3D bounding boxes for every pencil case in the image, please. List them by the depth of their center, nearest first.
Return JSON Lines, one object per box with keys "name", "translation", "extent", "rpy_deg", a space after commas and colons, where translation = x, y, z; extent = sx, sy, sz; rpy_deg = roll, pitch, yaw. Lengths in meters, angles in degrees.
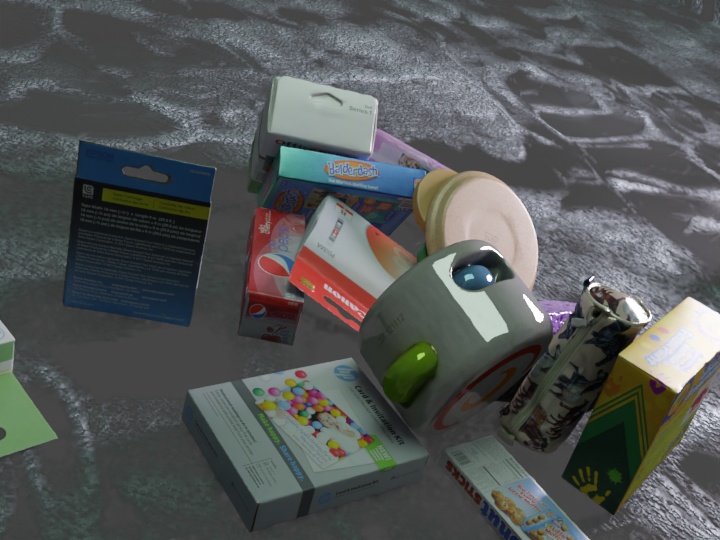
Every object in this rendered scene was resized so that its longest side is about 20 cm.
{"name": "pencil case", "translation": [0.223, 0.107, 1.030], "extent": [0.088, 0.202, 0.078], "rpy_deg": [8, 32, -40]}

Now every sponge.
{"name": "sponge", "translation": [0.233, 0.057, 1.190], "extent": [0.110, 0.030, 0.198], "rpy_deg": [5, 3, 43]}

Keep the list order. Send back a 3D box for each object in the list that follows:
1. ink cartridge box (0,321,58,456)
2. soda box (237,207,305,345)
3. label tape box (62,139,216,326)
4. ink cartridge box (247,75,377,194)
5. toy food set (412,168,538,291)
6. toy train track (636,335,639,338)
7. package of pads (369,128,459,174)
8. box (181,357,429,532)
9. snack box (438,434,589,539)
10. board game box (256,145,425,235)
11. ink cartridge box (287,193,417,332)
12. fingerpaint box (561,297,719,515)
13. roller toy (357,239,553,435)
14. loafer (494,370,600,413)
{"name": "ink cartridge box", "translation": [-0.385, 0.096, 0.882], "extent": [0.144, 0.049, 0.199], "rpy_deg": [-14, 40, -42]}
{"name": "soda box", "translation": [-0.104, 0.002, 1.158], "extent": [0.069, 0.064, 0.201], "rpy_deg": [11, 32, -10]}
{"name": "label tape box", "translation": [-0.237, -0.048, 1.035], "extent": [0.142, 0.203, 0.064], "rpy_deg": [10, 30, -11]}
{"name": "ink cartridge box", "translation": [-0.070, -0.169, 1.311], "extent": [0.143, 0.200, 0.086], "rpy_deg": [10, 70, -11]}
{"name": "toy food set", "translation": [0.153, -0.030, 1.245], "extent": [0.197, 0.202, 0.048], "rpy_deg": [4, -13, -35]}
{"name": "toy train track", "translation": [0.318, 0.120, 1.215], "extent": [0.197, 0.033, 0.115], "rpy_deg": [-5, 44, -23]}
{"name": "package of pads", "translation": [0.086, -0.137, 1.436], "extent": [0.198, 0.077, 0.120], "rpy_deg": [31, 9, 21]}
{"name": "box", "translation": [-0.054, 0.163, 0.945], "extent": [0.197, 0.042, 0.156], "rpy_deg": [-6, 38, -35]}
{"name": "snack box", "translation": [0.162, 0.242, 0.941], "extent": [0.071, 0.025, 0.200], "rpy_deg": [-7, 38, -36]}
{"name": "board game box", "translation": [-0.029, -0.103, 1.288], "extent": [0.196, 0.152, 0.046], "rpy_deg": [7, 72, -16]}
{"name": "ink cartridge box", "translation": [0.000, 0.000, 1.160], "extent": [0.161, 0.050, 0.201], "rpy_deg": [37, 21, -10]}
{"name": "fingerpaint box", "translation": [0.315, 0.141, 1.041], "extent": [0.073, 0.169, 0.199], "rpy_deg": [33, 35, 26]}
{"name": "roller toy", "translation": [0.094, 0.065, 0.996], "extent": [0.181, 0.200, 0.141], "rpy_deg": [-35, 68, -2]}
{"name": "loafer", "translation": [0.183, 0.115, 1.126], "extent": [0.197, 0.074, 0.071], "rpy_deg": [19, 17, -2]}
